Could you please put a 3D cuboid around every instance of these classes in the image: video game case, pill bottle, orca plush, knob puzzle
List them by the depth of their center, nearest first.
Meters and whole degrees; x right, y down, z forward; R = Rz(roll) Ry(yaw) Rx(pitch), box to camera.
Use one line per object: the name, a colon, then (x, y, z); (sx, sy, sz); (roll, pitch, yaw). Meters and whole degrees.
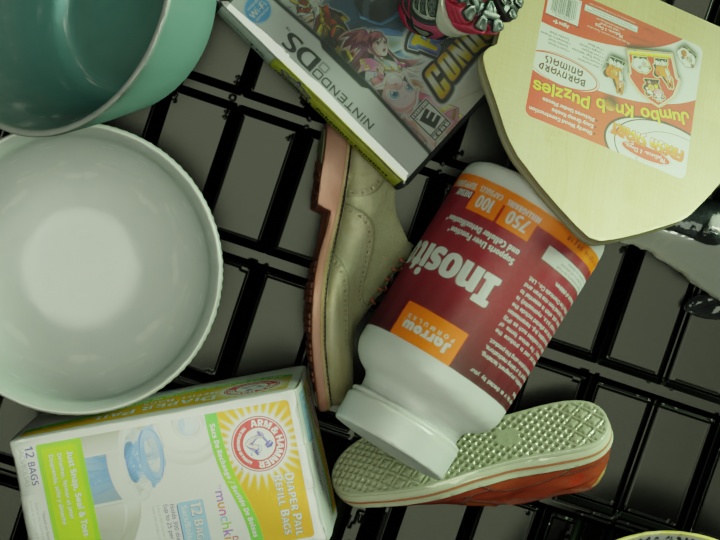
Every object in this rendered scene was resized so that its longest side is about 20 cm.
knob puzzle: (0.163, -0.104, 1.522); (0.219, 0.030, 0.220); (10, 66, -22)
pill bottle: (0.071, 0.036, 1.523); (0.113, 0.113, 0.200); (32, 82, -6)
video game case: (0.029, -0.188, 1.535); (0.181, 0.026, 0.200); (44, 77, -6)
orca plush: (0.245, -0.024, 1.581); (0.200, 0.071, 0.105); (11, 139, 0)

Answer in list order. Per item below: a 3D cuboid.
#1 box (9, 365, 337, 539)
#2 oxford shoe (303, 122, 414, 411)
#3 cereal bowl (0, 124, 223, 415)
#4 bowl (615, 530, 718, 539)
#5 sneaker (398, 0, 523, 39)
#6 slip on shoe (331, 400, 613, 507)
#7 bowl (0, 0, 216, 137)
box: (-0.124, 0.141, 1.535); (0.200, 0.101, 0.113); (-10, 96, 4)
oxford shoe: (0.000, 0.000, 1.553); (0.074, 0.071, 0.200); (5, 95, -7)
cereal bowl: (-0.192, -0.002, 1.531); (0.200, 0.083, 0.200); (0, 91, -2)
bowl: (0.204, 0.272, 1.577); (0.200, 0.094, 0.201); (0, 95, -3)
sneaker: (0.081, -0.245, 1.507); (0.081, 0.075, 0.200); (41, 61, -32)
slip on shoe: (0.079, 0.140, 1.574); (0.200, 0.074, 0.061); (-9, 132, 4)
bowl: (-0.175, -0.181, 1.486); (0.201, 0.105, 0.201); (-4, 82, 31)
